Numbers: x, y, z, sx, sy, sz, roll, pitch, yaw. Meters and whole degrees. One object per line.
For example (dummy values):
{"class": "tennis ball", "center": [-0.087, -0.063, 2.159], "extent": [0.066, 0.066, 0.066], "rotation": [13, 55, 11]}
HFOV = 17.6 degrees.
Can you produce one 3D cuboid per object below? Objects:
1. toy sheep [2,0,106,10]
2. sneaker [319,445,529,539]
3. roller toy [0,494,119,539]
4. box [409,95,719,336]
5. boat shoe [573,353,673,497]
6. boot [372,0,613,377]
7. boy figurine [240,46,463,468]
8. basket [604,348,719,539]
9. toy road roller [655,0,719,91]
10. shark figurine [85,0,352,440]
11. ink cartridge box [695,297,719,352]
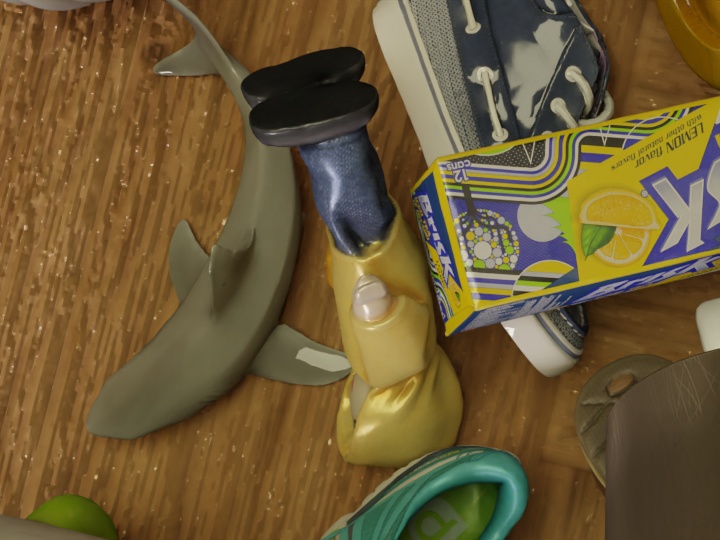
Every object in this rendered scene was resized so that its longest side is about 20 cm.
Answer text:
{"class": "toy sheep", "center": [-0.151, -0.192, 1.131], "extent": [0.199, 0.138, 0.139], "rotation": [0, 80, 41]}
{"class": "sneaker", "center": [-0.003, 0.146, 1.015], "extent": [0.078, 0.080, 0.200], "rotation": [46, 71, -5]}
{"class": "roller toy", "center": [-0.148, 0.206, 1.021], "extent": [0.139, 0.182, 0.201], "rotation": [9, 93, 29]}
{"class": "box", "center": [0.128, -0.031, 1.010], "extent": [0.199, 0.064, 0.071], "rotation": [-13, 83, -13]}
{"class": "boat shoe", "center": [0.159, 0.131, 1.012], "extent": [0.072, 0.068, 0.201], "rotation": [-28, 70, -1]}
{"class": "boot", "center": [0.080, -0.058, 1.065], "extent": [0.090, 0.073, 0.201], "rotation": [-27, 74, 16]}
{"class": "boy figurine", "center": [0.000, 0.000, 1.049], "extent": [0.064, 0.201, 0.125], "rotation": [-15, 32, -2]}
{"class": "basket", "center": [0.164, 0.140, 0.891], "extent": [0.179, 0.136, 0.201], "rotation": [-20, 56, 24]}
{"class": "toy road roller", "center": [0.159, -0.169, 1.032], "extent": [0.122, 0.147, 0.200], "rotation": [-20, 29, -14]}
{"class": "shark figurine", "center": [-0.063, -0.023, 1.096], "extent": [0.127, 0.089, 0.216], "rotation": [6, 85, 16]}
{"class": "ink cartridge box", "center": [0.247, 0.038, 1.004], "extent": [0.199, 0.067, 0.117], "rotation": [-16, 77, 14]}
